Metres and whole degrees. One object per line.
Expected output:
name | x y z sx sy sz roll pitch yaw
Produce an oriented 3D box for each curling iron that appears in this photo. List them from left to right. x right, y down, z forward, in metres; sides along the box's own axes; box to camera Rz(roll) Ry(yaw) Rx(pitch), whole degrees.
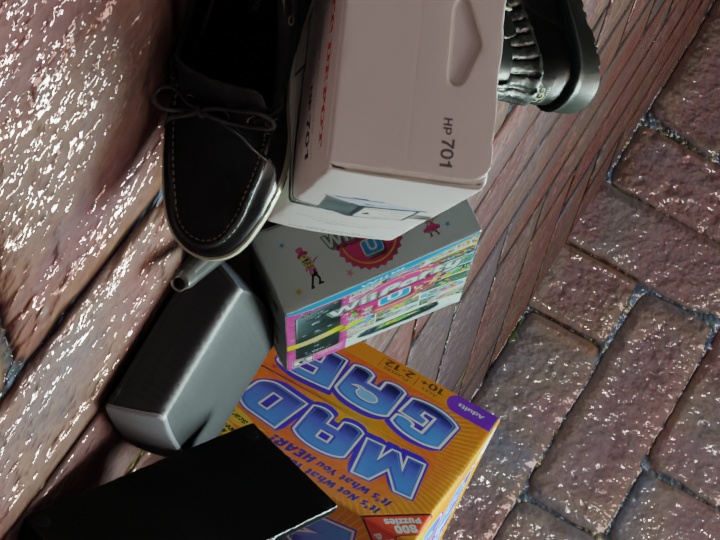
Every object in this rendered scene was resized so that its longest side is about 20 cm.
curling iron | -0.076 -0.037 1.162 0.200 0.026 0.050 -49 163 -54

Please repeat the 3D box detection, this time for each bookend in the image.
bookend | -0.142 0.229 1.206 0.199 0.092 0.200 -19 141 -45

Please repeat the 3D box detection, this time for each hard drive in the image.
hard drive | -0.109 0.066 1.229 0.135 0.042 0.200 -59 170 -11

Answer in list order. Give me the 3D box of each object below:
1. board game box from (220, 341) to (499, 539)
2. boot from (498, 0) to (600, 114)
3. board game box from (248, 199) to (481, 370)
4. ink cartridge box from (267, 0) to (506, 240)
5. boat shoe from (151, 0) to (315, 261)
board game box | -0.040 0.190 1.459 0.200 0.200 0.200 -46 161 -56
boot | 0.069 -0.200 1.259 0.158 0.211 0.079 2 142 -31
board game box | 0.000 0.000 1.285 0.147 0.064 0.200 -23 166 -7
ink cartridge box | 0.010 -0.104 0.967 0.200 0.086 0.147 148 -51 -78
boat shoe | -0.068 -0.095 0.924 0.062 0.075 0.200 -39 149 -62
